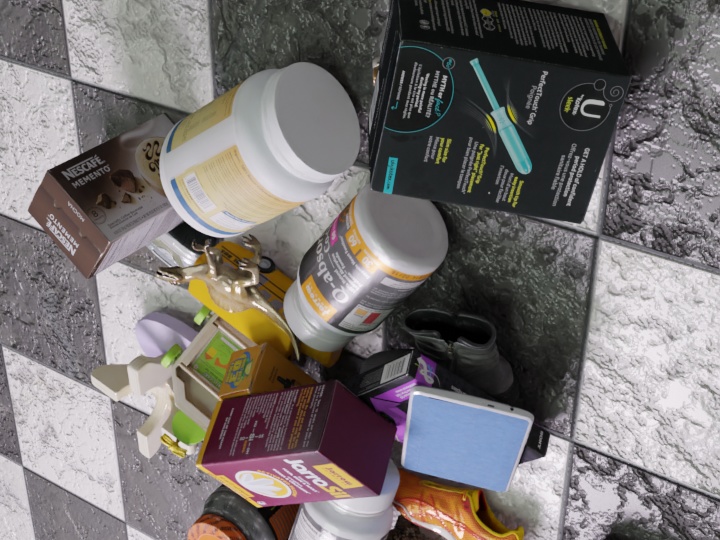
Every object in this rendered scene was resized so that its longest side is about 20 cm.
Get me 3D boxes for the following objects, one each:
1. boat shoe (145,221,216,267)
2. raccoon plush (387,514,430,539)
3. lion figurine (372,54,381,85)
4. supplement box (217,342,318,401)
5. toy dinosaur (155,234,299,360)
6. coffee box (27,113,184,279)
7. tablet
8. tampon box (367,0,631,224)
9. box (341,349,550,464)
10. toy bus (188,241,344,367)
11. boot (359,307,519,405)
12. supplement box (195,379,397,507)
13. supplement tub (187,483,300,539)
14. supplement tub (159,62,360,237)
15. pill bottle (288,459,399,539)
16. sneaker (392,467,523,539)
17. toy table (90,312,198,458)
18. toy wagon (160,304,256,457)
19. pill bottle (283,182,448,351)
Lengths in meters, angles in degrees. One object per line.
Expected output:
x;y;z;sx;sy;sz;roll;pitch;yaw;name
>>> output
-0.274;-0.066;1.438;0.201;0.074;0.065;37;127;7;boat shoe
0.109;0.357;1.381;0.198;0.096;0.136;-26;89;28;raccoon plush
0.066;-0.242;1.074;0.120;0.073;0.204;-6;107;3;lion figurine
-0.077;0.168;1.356;0.068;0.067;0.200;-13;137;40;supplement box
-0.139;0.016;1.306;0.198;0.058;0.102;26;130;8;toy dinosaur
-0.278;-0.091;1.337;0.113;0.199;0.080;48;133;5;coffee box
0.111;0.184;1.210;0.128;0.014;0.201;13;148;7;tablet
0.115;-0.150;0.995;0.196;0.127;0.152;8;126;-7;tampon box
0.089;0.163;1.234;0.198;0.037;0.142;30;147;-22;box
-0.110;0.046;1.367;0.199;0.078;0.066;35;131;17;toy bus
0.071;0.086;1.226;0.197;0.071;0.132;-2;142;27;boot
-0.072;0.196;1.249;0.198;0.087;0.110;-15;137;40;supplement box
-0.122;0.306;1.438;0.121;0.199;0.124;18;124;29;supplement tub
-0.110;-0.130;1.223;0.198;0.144;0.146;-20;101;43;supplement tub
-0.026;0.314;1.345;0.113;0.113;0.203;29;117;21;pill bottle
0.110;0.284;1.350;0.198;0.073;0.078;28;102;24;sneaker
-0.259;0.155;1.503;0.198;0.117;0.186;22;136;32;toy table
-0.177;0.144;1.412;0.155;0.201;0.040;39;177;1;toy wagon
0.000;0.000;1.231;0.117;0.116;0.200;48;133;5;pill bottle
